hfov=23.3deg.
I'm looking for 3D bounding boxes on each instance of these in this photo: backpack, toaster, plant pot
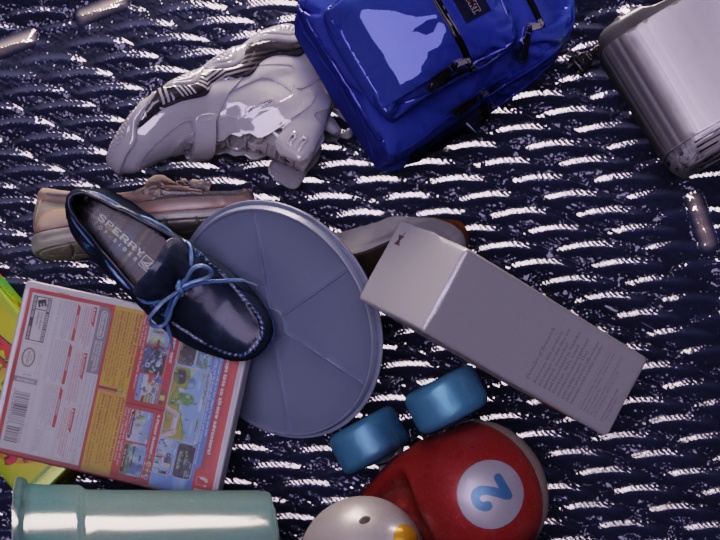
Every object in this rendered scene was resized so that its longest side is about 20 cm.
[{"bbox_3d":[0.071,-0.190,1.384,0.199,0.168,0.163,-31,91,-7],"label":"backpack"},{"bbox_3d":[0.277,-0.161,1.376,0.199,0.114,0.130,-29,82,3],"label":"toaster"},{"bbox_3d":[-0.158,0.250,1.331,0.194,0.200,0.202,-4,82,-8],"label":"plant pot"}]

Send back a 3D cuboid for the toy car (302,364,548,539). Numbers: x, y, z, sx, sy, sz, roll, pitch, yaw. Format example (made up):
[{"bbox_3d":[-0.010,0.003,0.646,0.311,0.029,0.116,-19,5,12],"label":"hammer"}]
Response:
[{"bbox_3d":[0.029,0.201,1.305,0.176,0.199,0.185,-31,85,40],"label":"toy car"}]

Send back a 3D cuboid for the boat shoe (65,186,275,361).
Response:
[{"bbox_3d":[-0.160,0.007,1.378,0.199,0.069,0.084,31,87,10],"label":"boat shoe"}]

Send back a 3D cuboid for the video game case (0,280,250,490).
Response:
[{"bbox_3d":[-0.194,0.097,1.419,0.198,0.017,0.144,11,86,13],"label":"video game case"}]

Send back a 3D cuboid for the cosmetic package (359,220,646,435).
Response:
[{"bbox_3d":[0.110,0.045,1.330,0.199,0.101,0.072,30,88,-31],"label":"cosmetic package"}]

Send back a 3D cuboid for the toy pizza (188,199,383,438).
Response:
[{"bbox_3d":[-0.064,0.038,1.414,0.199,0.032,0.202,12,113,29],"label":"toy pizza"}]

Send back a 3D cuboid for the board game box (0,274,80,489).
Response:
[{"bbox_3d":[-0.299,0.090,1.474,0.102,0.048,0.200,-43,78,2],"label":"board game box"}]

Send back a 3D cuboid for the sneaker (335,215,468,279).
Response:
[{"bbox_3d":[0.000,0.000,1.433,0.199,0.085,0.073,-10,102,28],"label":"sneaker"}]

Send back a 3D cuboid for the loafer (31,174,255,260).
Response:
[{"bbox_3d":[-0.183,-0.055,1.464,0.198,0.072,0.063,-9,74,11],"label":"loafer"}]

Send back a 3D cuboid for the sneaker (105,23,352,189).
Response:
[{"bbox_3d":[-0.103,-0.111,1.431,0.199,0.075,0.115,-34,79,-19],"label":"sneaker"}]
